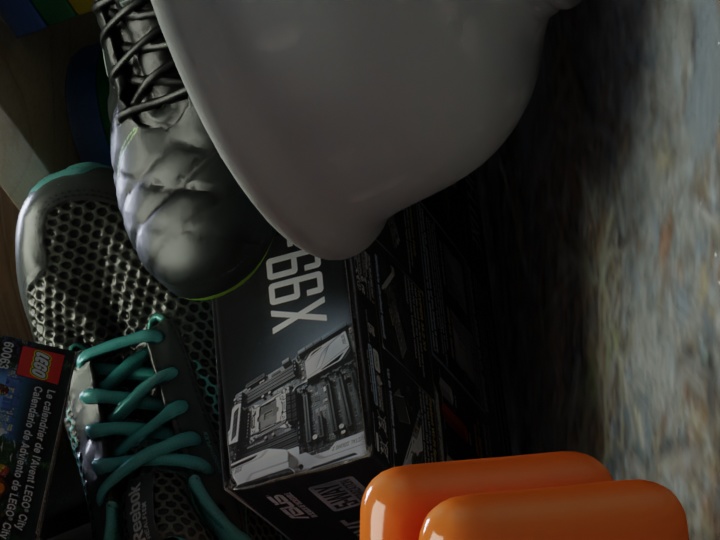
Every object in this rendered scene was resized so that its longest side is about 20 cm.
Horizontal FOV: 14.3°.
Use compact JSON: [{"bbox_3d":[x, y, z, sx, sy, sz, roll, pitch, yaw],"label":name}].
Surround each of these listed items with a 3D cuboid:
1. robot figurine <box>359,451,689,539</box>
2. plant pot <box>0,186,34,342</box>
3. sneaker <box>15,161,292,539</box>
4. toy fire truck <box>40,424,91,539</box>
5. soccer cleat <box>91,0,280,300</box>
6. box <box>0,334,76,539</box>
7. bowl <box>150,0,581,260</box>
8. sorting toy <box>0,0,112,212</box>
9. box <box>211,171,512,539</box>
[{"bbox_3d":[0.039,0.147,0.691,0.117,0.144,0.200,-14,-75,-58],"label":"robot figurine"},{"bbox_3d":[-0.148,0.012,1.104,0.201,0.093,0.201,-15,-90,-83],"label":"plant pot"},{"bbox_3d":[-0.056,0.061,0.894,0.091,0.078,0.200,-32,-81,-81],"label":"sneaker"},{"bbox_3d":[-0.067,0.157,1.062,0.200,0.129,0.176,84,159,-52],"label":"toy fire truck"},{"bbox_3d":[-0.060,-0.088,0.858,0.081,0.067,0.200,30,-130,-49],"label":"soccer cleat"},{"bbox_3d":[-0.130,0.135,0.877,0.137,0.038,0.200,-83,8,-47],"label":"box"},{"bbox_3d":[0.007,-0.110,0.819,0.201,0.090,0.201,-16,-90,-73],"label":"bowl"},{"bbox_3d":[-0.084,-0.113,0.978,0.199,0.070,0.200,57,-155,-37],"label":"sorting toy"},{"bbox_3d":[0.000,0.000,0.938,0.158,0.050,0.200,47,-147,-59],"label":"box"}]
